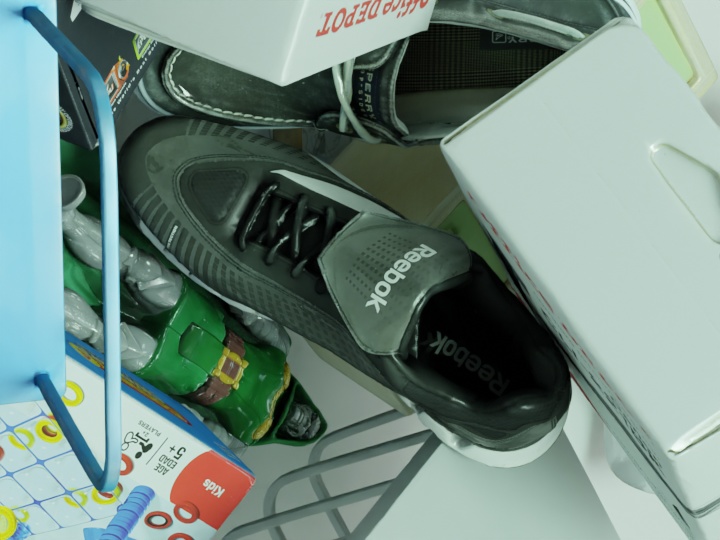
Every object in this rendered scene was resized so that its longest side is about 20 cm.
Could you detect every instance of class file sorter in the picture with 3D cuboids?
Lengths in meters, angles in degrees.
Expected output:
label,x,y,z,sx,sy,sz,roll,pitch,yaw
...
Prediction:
label,x,y,z,sx,sy,sz,roll,pitch,yaw
file sorter,0.012,0.147,0.974,0.139,0.125,0.200,63,32,-11
file sorter,-0.175,0.001,0.716,0.200,0.123,0.139,-6,110,-18

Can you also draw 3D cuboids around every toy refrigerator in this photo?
label,x,y,z,sx,sy,sz,roll,pitch,yaw
toy refrigerator,0.054,-0.042,1.009,0.200,0.070,0.076,-46,136,-12

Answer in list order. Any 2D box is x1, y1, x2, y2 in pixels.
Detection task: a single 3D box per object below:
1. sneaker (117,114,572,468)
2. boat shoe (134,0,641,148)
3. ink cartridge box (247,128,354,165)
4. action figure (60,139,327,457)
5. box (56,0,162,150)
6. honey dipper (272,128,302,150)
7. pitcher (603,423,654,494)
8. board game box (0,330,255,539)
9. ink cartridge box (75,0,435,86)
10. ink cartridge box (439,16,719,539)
label,x,y,z,sx,sy,sz,roll,pitch,yaw
sneaker,0.000,0.000,0.902,0.200,0.091,0.066,35,78,-2
boat shoe,0.009,-0.083,0.928,0.200,0.071,0.072,-6,120,1
ink cartridge box,0.005,-0.127,1.035,0.200,0.057,0.163,-17,117,-18
action figure,-0.075,0.028,0.990,0.200,0.055,0.118,37,74,-49
box,-0.075,-0.164,0.850,0.200,0.049,0.161,-60,162,-20
honey dipper,-0.032,-0.074,0.989,0.038,0.038,0.200,-22,124,-39
pitcher,0.144,-0.014,1.160,0.200,0.121,0.172,62,39,-49
board game box,-0.168,0.100,0.881,0.196,0.056,0.200,-52,134,1
ink cartridge box,-0.006,-0.173,0.815,0.146,0.084,0.200,-32,143,-64
ink cartridge box,0.116,0.016,0.902,0.084,0.144,0.200,-35,157,-1
